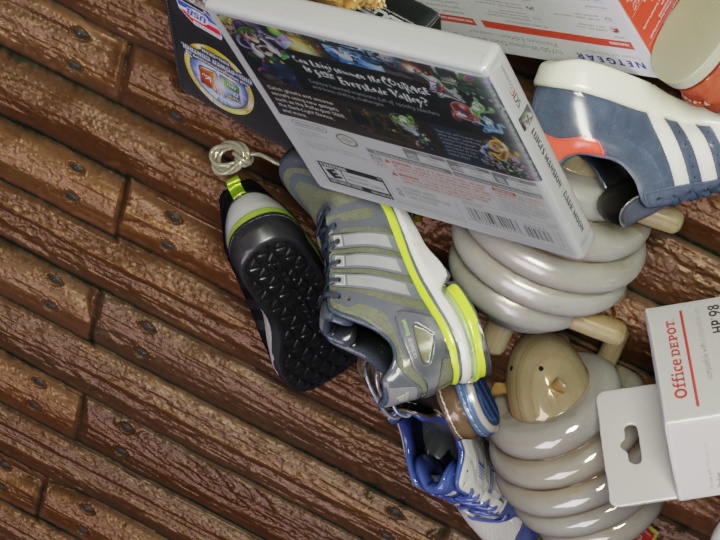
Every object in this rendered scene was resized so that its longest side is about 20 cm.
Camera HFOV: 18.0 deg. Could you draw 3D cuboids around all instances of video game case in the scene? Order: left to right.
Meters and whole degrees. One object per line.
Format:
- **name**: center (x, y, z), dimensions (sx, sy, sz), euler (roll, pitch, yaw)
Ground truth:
- **video game case**: center (0.024, -0.087, 1.312), dimensions (0.199, 0.023, 0.182), euler (17, 155, 34)

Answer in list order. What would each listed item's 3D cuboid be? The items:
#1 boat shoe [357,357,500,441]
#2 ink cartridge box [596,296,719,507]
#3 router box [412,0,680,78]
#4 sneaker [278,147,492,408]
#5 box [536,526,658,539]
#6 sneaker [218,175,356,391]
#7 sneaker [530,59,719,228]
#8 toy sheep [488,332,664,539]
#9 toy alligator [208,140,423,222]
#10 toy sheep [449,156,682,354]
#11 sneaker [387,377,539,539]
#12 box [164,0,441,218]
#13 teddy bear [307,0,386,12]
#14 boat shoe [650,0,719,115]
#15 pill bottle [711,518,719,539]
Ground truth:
- **boat shoe**: center (0.038, 0.067, 1.526), dimensions (0.072, 0.200, 0.073), euler (-28, 114, 0)
- **ink cartridge box**: center (0.245, 0.074, 1.418), dimensions (0.198, 0.116, 0.067), euler (-10, 127, 6)
- **router box**: center (0.072, -0.196, 1.309), dimensions (0.199, 0.049, 0.180), euler (15, 156, 39)
- **sneaker**: center (0.000, 0.000, 1.433), dimensions (0.200, 0.081, 0.074), euler (53, 158, 26)
- **box**: center (0.143, 0.244, 1.615), dimensions (0.075, 0.200, 0.050), euler (39, 137, -5)
- **sneaker**: center (-0.053, 0.004, 1.632), dimensions (0.071, 0.083, 0.201), euler (-25, 140, -6)
- **sneaker**: center (0.187, -0.060, 1.345), dimensions (0.198, 0.085, 0.075), euler (15, 179, -12)
- **toy sheep**: center (0.154, 0.124, 1.554), dimensions (0.137, 0.138, 0.201), euler (-11, 121, 36)
- **toy alligator**: center (-0.006, -0.066, 1.543), dimensions (0.198, 0.060, 0.054), euler (6, 171, 26)
- **toy sheep**: center (0.122, -0.024, 1.437), dimensions (0.137, 0.138, 0.201), euler (26, 118, 7)
- **sneaker**: center (0.069, 0.146, 1.656), dimensions (0.075, 0.088, 0.201), euler (-10, 123, 34)
- **box**: center (-0.037, -0.138, 1.448), dimensions (0.199, 0.044, 0.161), euler (31, 151, 23)
- **teddy bear**: center (-0.063, -0.213, 1.318), dimensions (0.199, 0.067, 0.145), euler (21, 156, 52)
- **boat shoe**: center (0.245, -0.171, 1.262), dimensions (0.062, 0.071, 0.200), euler (25, 111, -36)
- **pill bottle**: center (0.288, 0.165, 1.449), dimensions (0.113, 0.200, 0.114), euler (16, 134, 17)
